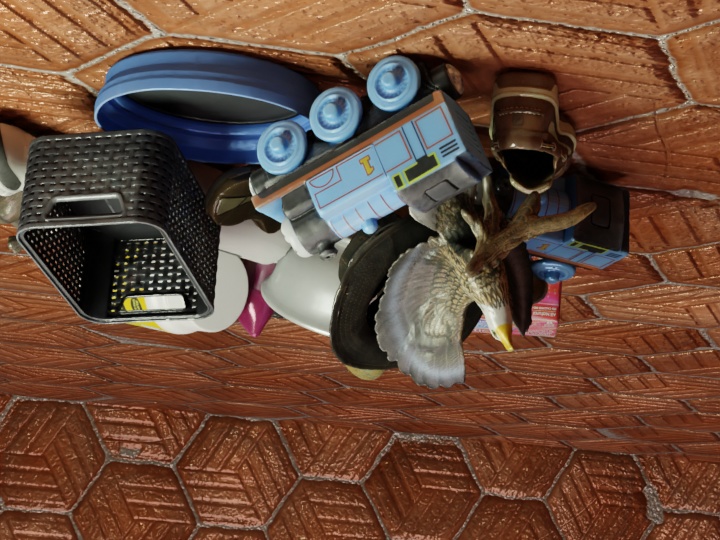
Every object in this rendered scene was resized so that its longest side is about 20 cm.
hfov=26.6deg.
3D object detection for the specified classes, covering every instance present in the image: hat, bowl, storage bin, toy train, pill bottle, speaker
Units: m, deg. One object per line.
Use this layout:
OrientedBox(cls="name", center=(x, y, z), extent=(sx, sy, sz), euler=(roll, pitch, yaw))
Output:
OrientedBox(cls="hat", center=(0.037, -0.001, 1.382), extent=(0.200, 0.201, 0.081), euler=(19, -160, -48))
OrientedBox(cls="bowl", center=(0.000, 0.000, 1.612), extent=(0.199, 0.091, 0.201), euler=(12, -163, -4))
OrientedBox(cls="storage bin", center=(-0.214, -0.036, 1.379), extent=(0.134, 0.095, 0.200), euler=(-3, 154, 10))
OrientedBox(cls="toy train", center=(0.160, -0.051, 1.468), extent=(0.198, 0.088, 0.114), euler=(14, 156, -23))
OrientedBox(cls="pill bottle", center=(-0.225, 0.011, 1.740), extent=(0.114, 0.115, 0.199), euler=(17, 174, -44))
OrientedBox(cls="bowl", center=(-0.127, -0.139, 1.303), extent=(0.198, 0.040, 0.201), euler=(4, 167, 1))
OrientedBox(cls="toy train", center=(0.004, -0.087, 1.223), extent=(0.199, 0.115, 0.087), euler=(-28, 156, 15))
OrientedBox(cls="speaker", center=(-0.156, -0.066, 1.542), extent=(0.081, 0.082, 0.199), euler=(-7, 163, 41))

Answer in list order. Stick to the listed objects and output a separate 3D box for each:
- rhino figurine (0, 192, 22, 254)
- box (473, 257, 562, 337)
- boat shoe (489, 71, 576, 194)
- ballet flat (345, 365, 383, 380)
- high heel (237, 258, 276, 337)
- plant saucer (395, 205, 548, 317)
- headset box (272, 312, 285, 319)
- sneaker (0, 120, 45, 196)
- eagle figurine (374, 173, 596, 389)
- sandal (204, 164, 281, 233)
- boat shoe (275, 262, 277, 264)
OrientedBox(cls="rhino figurine", center=(-0.373, -0.075, 1.610), extent=(0.087, 0.060, 0.200), euler=(-21, 159, 16))
OrientedBox(cls="box", center=(0.132, 0.015, 1.753), extent=(0.198, 0.101, 0.096), euler=(4, 167, 6))
OrientedBox(cls="boat shoe", center=(0.141, -0.101, 1.298), extent=(0.074, 0.076, 0.202), euler=(1, 167, 16))
OrientedBox(cls="ballet flat", center=(0.001, 0.053, 1.773), extent=(0.070, 0.202, 0.071), euler=(0, -152, 0))
OrientedBox(cls="high heel", center=(-0.155, 0.018, 1.803), extent=(0.067, 0.097, 0.199), euler=(13, 180, -36))
OrientedBox(cls="plant saucer", center=(0.092, -0.007, 1.536), extent=(0.198, 0.036, 0.201), euler=(20, -155, -10))
OrientedBox(cls="headset box", center=(-0.045, 0.018, 1.874), extent=(0.198, 0.078, 0.149), euler=(11, 165, -25))
OrientedBox(cls="sneaker", center=(-0.303, -0.106, 1.472), extent=(0.079, 0.074, 0.200), euler=(-14, 167, 14))
OrientedBox(cls="eagle figurine", center=(0.098, 0.008, 1.304), extent=(0.150, 0.152, 0.200), euler=(14, 159, -4))
OrientedBox(cls="sandal", center=(-0.103, -0.080, 1.467), extent=(0.055, 0.082, 0.200), euler=(41, -162, 16))
OrientedBox(cls="boat shoe", center=(-0.102, -0.033, 1.701), extent=(0.072, 0.063, 0.199), euler=(-8, 162, 43))
